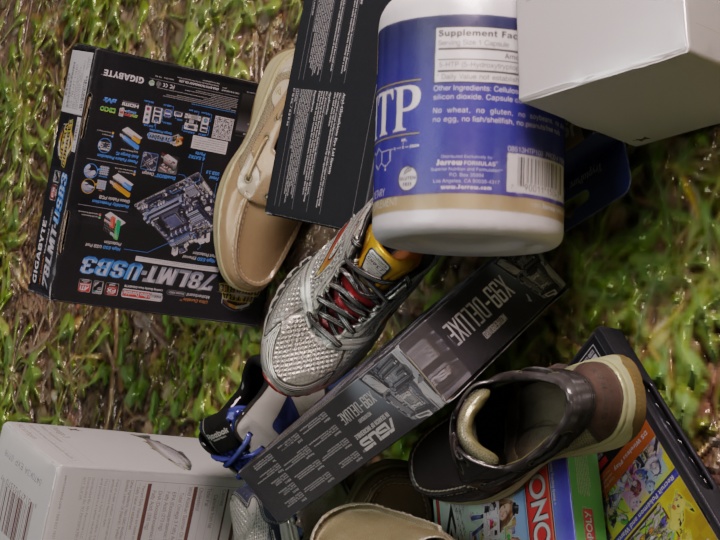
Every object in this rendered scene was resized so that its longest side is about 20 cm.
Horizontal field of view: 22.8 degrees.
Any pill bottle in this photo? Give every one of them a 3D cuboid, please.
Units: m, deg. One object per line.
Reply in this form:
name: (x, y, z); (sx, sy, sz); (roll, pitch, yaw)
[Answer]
pill bottle: (0.068, -0.115, 1.100); (0.119, 0.119, 0.201); (-8, 78, 54)

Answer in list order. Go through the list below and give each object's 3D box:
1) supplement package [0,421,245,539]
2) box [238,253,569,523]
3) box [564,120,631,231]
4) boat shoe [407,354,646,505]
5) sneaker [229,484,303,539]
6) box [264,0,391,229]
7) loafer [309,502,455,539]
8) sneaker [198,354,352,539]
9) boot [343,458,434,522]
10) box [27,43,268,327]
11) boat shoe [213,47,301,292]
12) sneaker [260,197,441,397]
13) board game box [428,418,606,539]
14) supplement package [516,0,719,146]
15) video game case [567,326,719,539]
supplement package: (-0.182, 0.197, 1.413); (0.117, 0.199, 0.118); (21, 100, 55)
box: (0.027, 0.073, 1.178); (0.050, 0.158, 0.200); (50, 134, 1)
box: (0.114, -0.122, 1.170); (0.121, 0.032, 0.201); (-34, 57, 47)
boat shoe: (0.084, 0.093, 1.074); (0.200, 0.065, 0.074); (-33, 58, 48)
sneaker: (-0.075, 0.230, 1.211); (0.077, 0.085, 0.201); (99, 161, -47)
box: (0.011, -0.127, 1.316); (0.141, 0.078, 0.201); (15, 94, 59)
loafer: (0.035, 0.188, 1.097); (0.199, 0.068, 0.076); (20, 67, 45)
sneaker: (-0.065, 0.149, 1.330); (0.080, 0.115, 0.201); (-26, 62, 51)
boot: (0.019, 0.240, 1.180); (0.155, 0.072, 0.201); (-117, 36, -74)
box: (-0.152, -0.065, 1.431); (0.050, 0.199, 0.200); (21, 100, 55)
boat shoe: (-0.064, -0.077, 1.419); (0.064, 0.071, 0.201); (21, 98, 56)
sneaker: (0.000, 0.000, 1.202); (0.200, 0.078, 0.082); (-52, -1, 4)
board game box: (0.100, 0.180, 1.114); (0.134, 0.029, 0.201); (-28, 59, 50)
supplement package: (0.170, -0.192, 1.047); (0.119, 0.121, 0.201); (-13, 72, 41)
video game case: (0.140, 0.169, 1.107); (0.200, 0.025, 0.181); (-57, 41, 30)
